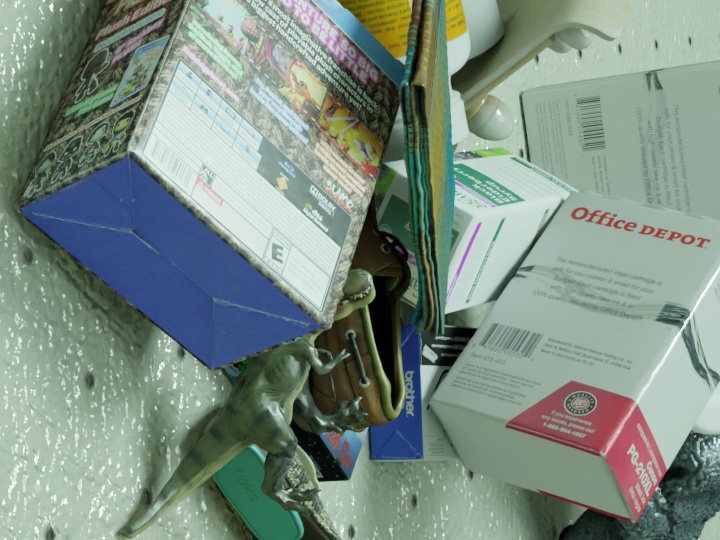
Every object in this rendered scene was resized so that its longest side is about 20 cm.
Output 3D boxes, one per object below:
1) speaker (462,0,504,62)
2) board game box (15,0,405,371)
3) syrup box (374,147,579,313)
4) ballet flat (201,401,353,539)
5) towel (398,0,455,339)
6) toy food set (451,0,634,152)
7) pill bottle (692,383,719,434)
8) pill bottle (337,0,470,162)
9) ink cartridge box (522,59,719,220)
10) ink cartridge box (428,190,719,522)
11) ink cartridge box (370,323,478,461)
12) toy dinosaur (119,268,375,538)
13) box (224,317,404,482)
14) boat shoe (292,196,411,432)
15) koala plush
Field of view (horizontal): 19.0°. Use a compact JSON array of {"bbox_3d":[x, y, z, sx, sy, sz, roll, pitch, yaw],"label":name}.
[{"bbox_3d":[0.035,-0.244,1.498,0.081,0.081,0.200,-54,131,-50],"label":"speaker"},{"bbox_3d":[-0.077,-0.076,1.205,0.159,0.097,0.200,43,46,-29],"label":"board game box"},{"bbox_3d":[0.075,-0.030,1.501,0.200,0.079,0.082,-10,127,-62],"label":"syrup box"},{"bbox_3d":[-0.037,0.160,1.316,0.200,0.068,0.075,68,25,-21],"label":"ballet flat"},{"bbox_3d":[0.040,-0.079,1.291,0.147,0.022,0.200,-84,171,-46],"label":"towel"},{"bbox_3d":[0.130,-0.164,1.556,0.060,0.200,0.144,40,46,-16],"label":"toy food set"},{"bbox_3d":[0.209,0.040,1.617,0.114,0.200,0.114,-13,113,-33],"label":"pill bottle"},{"bbox_3d":[0.010,-0.176,1.408,0.111,0.111,0.200,-35,115,-58],"label":"pill bottle"},{"bbox_3d":[0.244,-0.088,1.720,0.085,0.200,0.146,-14,97,-61],"label":"ink cartridge box"},{"bbox_3d":[0.164,0.054,1.464,0.200,0.145,0.084,-54,138,-25],"label":"ink cartridge box"},{"bbox_3d":[0.073,0.088,1.540,0.200,0.044,0.094,6,81,-61],"label":"ink cartridge box"},{"bbox_3d":[-0.048,0.088,1.231,0.088,0.047,0.200,38,89,-31],"label":"toy dinosaur"},{"bbox_3d":[-0.044,0.018,1.350,0.200,0.038,0.137,59,38,-38],"label":"box"},{"bbox_3d":[0.000,0.000,1.322,0.072,0.068,0.200,15,72,-59],"label":"boat shoe"},{"bbox_3d":[0.218,0.199,1.674,0.177,0.183,0.200,-2,98,-60],"label":"koala plush"}]
